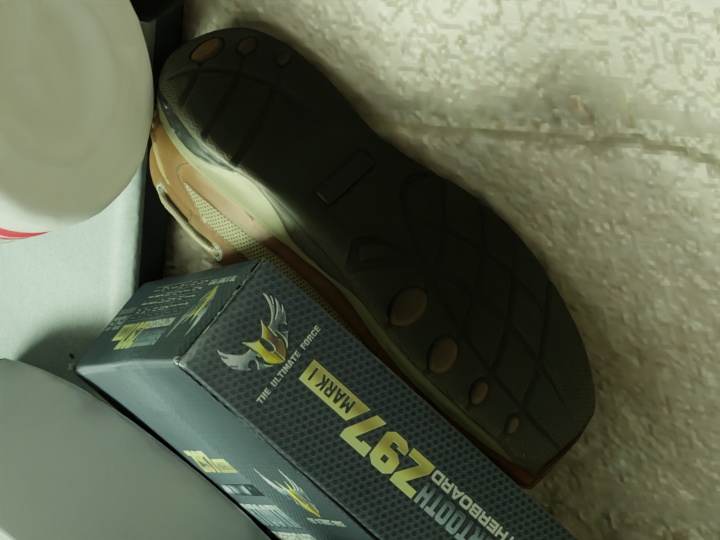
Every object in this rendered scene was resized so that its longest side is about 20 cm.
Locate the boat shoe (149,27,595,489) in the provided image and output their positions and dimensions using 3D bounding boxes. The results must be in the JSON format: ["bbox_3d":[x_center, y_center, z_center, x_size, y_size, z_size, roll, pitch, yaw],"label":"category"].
[{"bbox_3d":[0.000,0.000,0.952,0.200,0.076,0.074,47,143,10],"label":"boat shoe"}]

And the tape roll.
[{"bbox_3d":[-0.093,0.126,1.061,0.200,0.066,0.201,35,161,14],"label":"tape roll"}]

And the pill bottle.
[{"bbox_3d":[-0.179,-0.055,0.961,0.199,0.111,0.111,-11,114,42],"label":"pill bottle"}]

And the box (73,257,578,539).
[{"bbox_3d":[-0.016,0.067,0.946,0.158,0.051,0.200,43,167,-11],"label":"box"}]

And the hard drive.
[{"bbox_3d":[-0.138,-0.050,1.039,0.139,0.033,0.201,26,133,19],"label":"hard drive"}]
